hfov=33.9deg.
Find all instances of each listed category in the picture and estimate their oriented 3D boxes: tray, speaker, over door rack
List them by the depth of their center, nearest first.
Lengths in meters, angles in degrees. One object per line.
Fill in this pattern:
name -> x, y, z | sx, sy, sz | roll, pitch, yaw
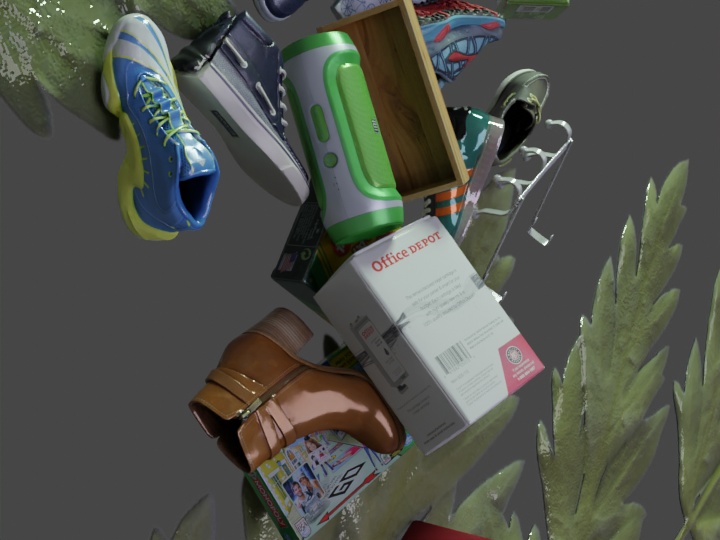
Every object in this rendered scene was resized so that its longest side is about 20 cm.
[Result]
speaker -> -0.019, -0.131, 1.181 | 0.088, 0.088, 0.201 | -10, 82, -49
tray -> 0.035, -0.174, 1.237 | 0.037, 0.098, 0.201 | -45, 118, -67
over door rack -> 0.195, -0.078, 1.484 | 0.148, 0.066, 0.200 | -46, 152, -37

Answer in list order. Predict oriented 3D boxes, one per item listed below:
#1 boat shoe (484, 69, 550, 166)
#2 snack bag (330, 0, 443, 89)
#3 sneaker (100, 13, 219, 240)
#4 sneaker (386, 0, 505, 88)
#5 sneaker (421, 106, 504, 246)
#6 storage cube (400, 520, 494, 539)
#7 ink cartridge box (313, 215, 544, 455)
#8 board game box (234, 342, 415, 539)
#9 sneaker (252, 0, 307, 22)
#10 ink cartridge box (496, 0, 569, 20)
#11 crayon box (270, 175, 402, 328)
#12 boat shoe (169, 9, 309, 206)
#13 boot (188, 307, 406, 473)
boat shoe -> 0.192, -0.189, 1.486 | 0.202, 0.060, 0.072 | -46, 128, -36
snack bag -> 0.056, -0.275, 1.343 | 0.189, 0.021, 0.200 | -56, 133, -30
sneaker -> -0.164, -0.124, 1.032 | 0.076, 0.105, 0.201 | -19, 110, -48
sneaker -> 0.086, -0.251, 1.327 | 0.200, 0.079, 0.096 | -18, 126, -45
sneaker -> 0.097, -0.096, 1.387 | 0.080, 0.071, 0.201 | 20, 94, -8
storage cube -> 0.120, 0.425, 1.382 | 0.200, 0.179, 0.171 | -53, 131, -33
ink cartridge box -> 0.071, 0.061, 1.202 | 0.146, 0.083, 0.200 | -27, 79, -45
board game box -> -0.039, 0.176, 1.240 | 0.200, 0.029, 0.135 | -35, 97, -42
sneaker -> -0.023, -0.325, 1.174 | 0.200, 0.108, 0.070 | -57, 133, -29
ink cartridge box -> 0.207, -0.409, 1.412 | 0.148, 0.076, 0.201 | -72, 164, -84
crayon box -> 0.000, 0.000, 1.287 | 0.200, 0.051, 0.127 | 40, 64, -45
boat shoe -> -0.092, -0.157, 1.137 | 0.093, 0.075, 0.200 | -55, 132, -21
boot -> -0.060, 0.144, 1.159 | 0.200, 0.077, 0.155 | 47, 47, -6
